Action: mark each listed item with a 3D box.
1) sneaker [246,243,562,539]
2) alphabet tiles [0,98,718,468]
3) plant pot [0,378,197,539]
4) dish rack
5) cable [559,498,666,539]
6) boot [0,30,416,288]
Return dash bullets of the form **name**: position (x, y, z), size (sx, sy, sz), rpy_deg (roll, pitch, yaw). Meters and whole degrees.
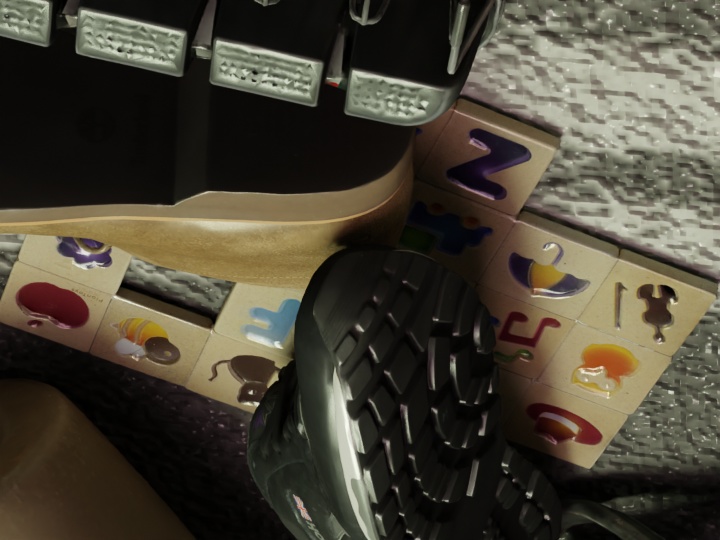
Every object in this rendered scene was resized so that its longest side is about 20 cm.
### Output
- **sneaker**: position (-0.005, 0.054, 0.847), size (0.087, 0.076, 0.200), rpy_deg (17, 154, 24)
- **alphabet tiles**: position (0.000, 0.000, 0.863), size (0.199, 0.008, 0.167), rpy_deg (20, 139, -9)
- **plant pot**: position (-0.110, 0.136, 0.932), size (0.199, 0.200, 0.175), rpy_deg (-12, 115, 26)
- **dish rack**: position (-0.029, -0.124, 0.694), size (0.152, 0.055, 0.201), rpy_deg (12, 137, 1)
- **cable**: position (0.120, 0.110, 0.896), size (0.199, 0.098, 0.050), rpy_deg (-19, 167, 41)
- **boot**: position (-0.084, -0.027, 0.802), size (0.199, 0.074, 0.076), rpy_deg (7, 149, 5)
